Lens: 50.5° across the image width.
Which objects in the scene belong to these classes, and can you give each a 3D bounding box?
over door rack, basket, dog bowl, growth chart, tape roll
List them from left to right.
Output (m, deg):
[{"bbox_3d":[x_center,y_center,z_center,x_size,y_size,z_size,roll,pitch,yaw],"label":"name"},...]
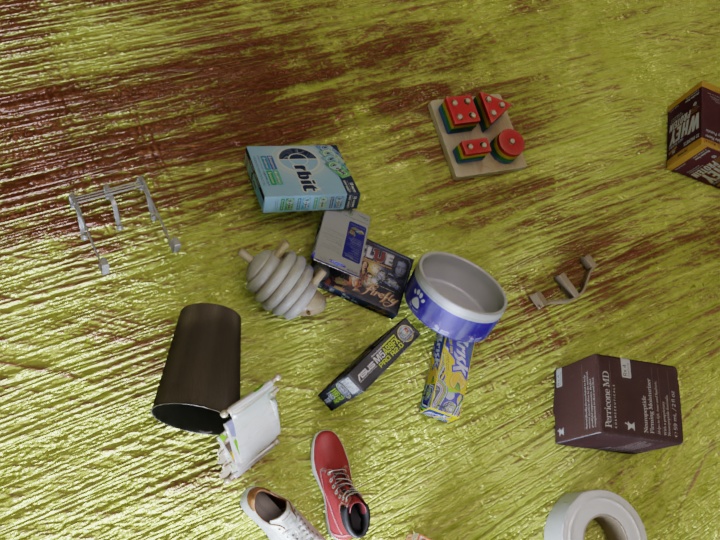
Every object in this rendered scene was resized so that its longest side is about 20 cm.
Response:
[{"bbox_3d":[-0.442,-0.079,1.425,0.148,0.067,0.200,-20,58,-25],"label":"over door rack"},{"bbox_3d":[-0.278,0.171,1.362,0.180,0.136,0.200,46,39,-51],"label":"basket"},{"bbox_3d":[-0.194,0.283,1.337,0.145,0.200,0.018,-28,49,-33],"label":"growth chart"},{"bbox_3d":[0.193,0.052,1.554,0.200,0.079,0.200,20,30,-12],"label":"dog bowl"},{"bbox_3d":[0.471,0.543,1.530,0.202,0.071,0.203,6,69,-17],"label":"tape roll"}]

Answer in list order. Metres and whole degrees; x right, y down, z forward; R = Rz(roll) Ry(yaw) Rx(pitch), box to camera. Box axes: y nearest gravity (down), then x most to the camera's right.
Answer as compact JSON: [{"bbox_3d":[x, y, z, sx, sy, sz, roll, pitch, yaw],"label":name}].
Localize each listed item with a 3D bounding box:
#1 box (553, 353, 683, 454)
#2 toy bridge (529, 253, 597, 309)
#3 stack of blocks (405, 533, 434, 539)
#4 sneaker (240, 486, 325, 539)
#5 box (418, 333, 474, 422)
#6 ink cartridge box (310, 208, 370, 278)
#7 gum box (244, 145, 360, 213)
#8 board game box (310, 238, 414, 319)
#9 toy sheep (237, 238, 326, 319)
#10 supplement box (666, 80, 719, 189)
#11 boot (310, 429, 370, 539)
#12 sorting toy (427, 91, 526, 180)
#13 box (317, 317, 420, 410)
[{"bbox_3d":[0.533,0.283,1.595,0.200,0.164,0.166,10,68,-16],"label":"box"},{"bbox_3d":[0.470,0.037,1.740,0.200,0.027,0.067,-32,85,-26],"label":"toy bridge"},{"bbox_3d":[0.110,0.597,1.386,0.115,0.059,0.200,28,64,-8],"label":"stack of blocks"},{"bbox_3d":[-0.126,0.456,1.340,0.200,0.085,0.073,40,61,-4],"label":"sneaker"},{"bbox_3d":[0.180,0.200,1.556,0.070,0.064,0.200,21,64,-12],"label":"box"},{"bbox_3d":[-0.040,-0.056,1.516,0.099,0.039,0.200,24,39,-10],"label":"ink cartridge box"},{"bbox_3d":[-0.121,-0.190,1.565,0.200,0.045,0.170,-5,45,-21],"label":"gum box"},{"bbox_3d":[0.000,0.000,1.581,0.200,0.035,0.136,23,64,-10],"label":"board game box"},{"bbox_3d":[-0.150,0.018,1.468,0.200,0.138,0.138,37,63,-8],"label":"toy sheep"},{"bbox_3d":[0.920,-0.347,1.985,0.197,0.133,0.200,17,65,-13],"label":"supplement box"},{"bbox_3d":[-0.031,0.377,1.369,0.072,0.144,0.200,-7,72,-20],"label":"boot"},{"bbox_3d":[0.285,-0.327,1.786,0.199,0.070,0.200,-11,75,-23],"label":"sorting toy"},{"bbox_3d":[0.013,0.179,1.427,0.044,0.200,0.160,47,64,2],"label":"box"}]
